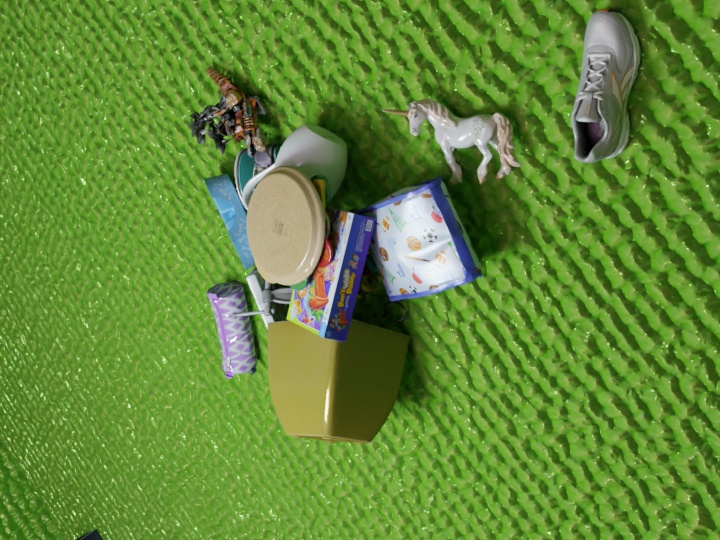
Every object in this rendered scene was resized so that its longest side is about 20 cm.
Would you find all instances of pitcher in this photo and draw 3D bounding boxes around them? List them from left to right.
[{"bbox_3d":[-0.120,-0.161,1.556,0.171,0.121,0.202,36,109,25],"label":"pitcher"}]

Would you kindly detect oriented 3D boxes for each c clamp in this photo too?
[{"bbox_3d":[-0.144,-0.014,1.600,0.168,0.027,0.203,0,73,15],"label":"c clamp"}]

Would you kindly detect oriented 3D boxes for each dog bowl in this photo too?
[{"bbox_3d":[-0.244,-0.100,1.729,0.202,0.049,0.112,63,174,15],"label":"dog bowl"}]

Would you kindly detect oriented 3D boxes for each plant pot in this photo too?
[{"bbox_3d":[-0.049,0.204,1.591,0.192,0.194,0.203,-8,70,44],"label":"plant pot"}]

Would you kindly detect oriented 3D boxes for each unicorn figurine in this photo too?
[{"bbox_3d":[0.149,-0.202,1.359,0.197,0.074,0.139,-6,107,27],"label":"unicorn figurine"}]

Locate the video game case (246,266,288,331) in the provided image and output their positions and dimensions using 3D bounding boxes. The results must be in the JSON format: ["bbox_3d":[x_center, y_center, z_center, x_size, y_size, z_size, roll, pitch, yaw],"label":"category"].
[{"bbox_3d":[-0.162,0.086,1.725,0.023,0.182,0.203,-20,98,5],"label":"video game case"}]

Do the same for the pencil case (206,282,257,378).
[{"bbox_3d":[-0.276,0.126,1.894,0.083,0.085,0.203,7,115,37],"label":"pencil case"}]

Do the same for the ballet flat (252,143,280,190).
[{"bbox_3d":[-0.164,-0.135,1.666,0.071,0.072,0.204,0,106,42],"label":"ballet flat"}]

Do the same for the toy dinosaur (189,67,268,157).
[{"bbox_3d":[-0.240,-0.291,1.656,0.135,0.102,0.202,-35,49,18],"label":"toy dinosaur"}]

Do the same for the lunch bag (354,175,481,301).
[{"bbox_3d":[0.104,-0.053,1.417,0.172,0.123,0.199,65,155,-6],"label":"lunch bag"}]

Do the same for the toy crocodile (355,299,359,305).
[{"bbox_3d":[-0.066,-0.018,1.649,0.202,0.061,0.068,63,172,4],"label":"toy crocodile"}]

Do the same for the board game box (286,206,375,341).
[{"bbox_3d":[-0.051,0.001,1.459,0.134,0.044,0.203,18,95,57],"label":"board game box"}]

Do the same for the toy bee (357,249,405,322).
[{"bbox_3d":[0.000,0.000,1.558,0.199,0.108,0.132,38,114,16],"label":"toy bee"}]

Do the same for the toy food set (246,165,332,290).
[{"bbox_3d":[-0.118,-0.070,1.463,0.196,0.048,0.204,9,100,44],"label":"toy food set"}]

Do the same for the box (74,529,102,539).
[{"bbox_3d":[-0.876,0.961,2.843,0.196,0.117,0.202,-33,89,46],"label":"box"}]

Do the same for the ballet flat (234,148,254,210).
[{"bbox_3d":[-0.204,-0.135,1.717,0.069,0.069,0.203,-9,106,44],"label":"ballet flat"}]

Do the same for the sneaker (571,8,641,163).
[{"bbox_3d":[0.316,-0.236,1.165,0.075,0.092,0.203,11,118,37],"label":"sneaker"}]
